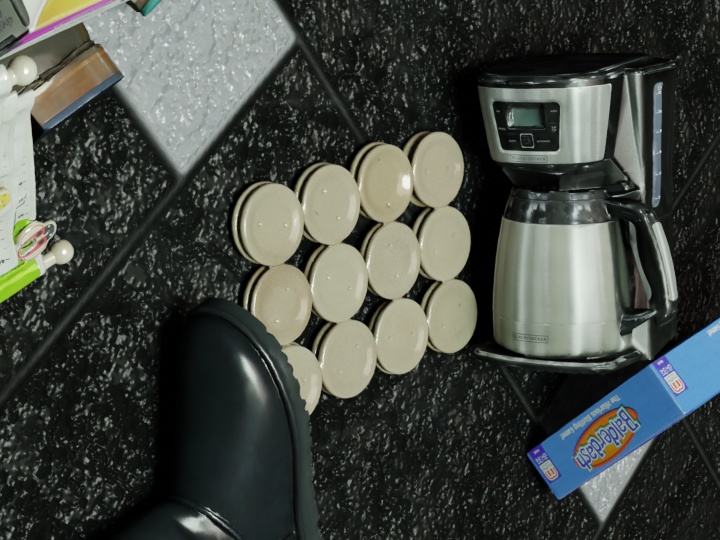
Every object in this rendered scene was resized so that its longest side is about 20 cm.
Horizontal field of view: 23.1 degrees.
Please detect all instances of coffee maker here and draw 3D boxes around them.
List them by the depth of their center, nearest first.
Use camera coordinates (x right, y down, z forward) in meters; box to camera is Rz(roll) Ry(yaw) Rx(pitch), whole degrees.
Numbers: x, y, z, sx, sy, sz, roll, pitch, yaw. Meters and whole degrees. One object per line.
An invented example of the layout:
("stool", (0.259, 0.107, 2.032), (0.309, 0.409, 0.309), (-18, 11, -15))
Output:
("coffee maker", (0.148, -0.046, 1.197), (0.192, 0.134, 0.201), (-44, 134, -75))

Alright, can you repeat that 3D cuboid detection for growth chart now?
("growth chart", (-0.199, -0.018, 0.823), (0.145, 0.018, 0.200), (-39, 161, -23))

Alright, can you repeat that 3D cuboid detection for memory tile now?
("memory tile", (0.000, 0.000, 1.112), (0.200, 0.017, 0.154), (-20, 109, -42))

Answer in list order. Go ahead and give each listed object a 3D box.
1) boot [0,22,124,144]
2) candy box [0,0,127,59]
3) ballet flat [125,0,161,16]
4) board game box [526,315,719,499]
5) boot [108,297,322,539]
("boot", (-0.220, -0.081, 0.857), (0.200, 0.075, 0.097), (-38, 98, -29))
("candy box", (-0.166, -0.216, 0.840), (0.136, 0.061, 0.200), (-34, 100, -38))
("ballet flat", (-0.086, -0.219, 0.976), (0.062, 0.067, 0.200), (43, 58, -9))
("board game box", (0.232, 0.078, 1.267), (0.200, 0.152, 0.045), (-28, 79, -40))
("boot", (-0.103, 0.138, 0.980), (0.168, 0.076, 0.201), (-35, 125, -42))
